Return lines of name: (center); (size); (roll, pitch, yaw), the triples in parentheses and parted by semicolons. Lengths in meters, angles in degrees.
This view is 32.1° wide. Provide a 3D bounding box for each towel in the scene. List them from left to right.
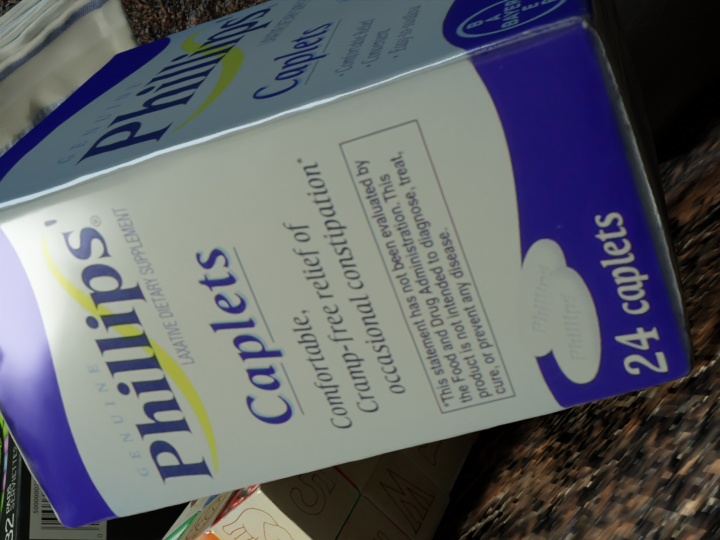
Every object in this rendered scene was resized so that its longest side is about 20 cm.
towel: (-0.162, -0.057, 0.673); (0.147, 0.024, 0.201); (-45, -28, -22)

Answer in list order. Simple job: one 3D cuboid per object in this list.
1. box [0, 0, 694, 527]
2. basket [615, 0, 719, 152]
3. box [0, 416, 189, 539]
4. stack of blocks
box: (-0.006, -0.030, 0.414); (0.199, 0.105, 0.184); (-17, 22, 16)
basket: (0.146, -0.159, 0.569); (0.200, 0.136, 0.180); (-51, 10, -4)
box: (-0.145, 0.099, 0.672); (0.200, 0.124, 0.150); (-40, 48, 56)
stack of blocks: (-0.009, 0.066, 0.478); (0.115, 0.059, 0.200); (-44, 6, 36)
